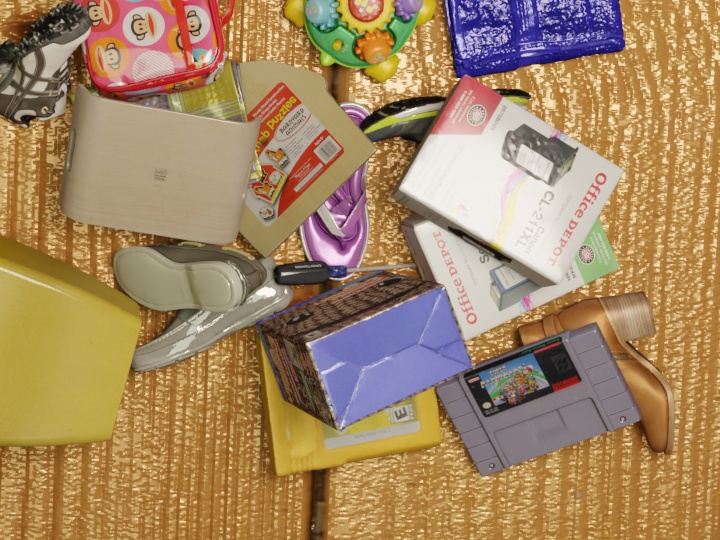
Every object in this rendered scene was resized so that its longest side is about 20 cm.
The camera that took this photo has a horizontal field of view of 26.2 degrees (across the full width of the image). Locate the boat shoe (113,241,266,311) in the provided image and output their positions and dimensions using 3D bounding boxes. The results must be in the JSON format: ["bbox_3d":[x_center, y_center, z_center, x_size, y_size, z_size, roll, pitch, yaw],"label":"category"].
[{"bbox_3d":[-0.188,0.004,1.687,0.060,0.202,0.072,-27,115,-44],"label":"boat shoe"}]

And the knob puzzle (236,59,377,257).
[{"bbox_3d":[-0.107,-0.145,1.725,0.220,0.030,0.220,1,93,15],"label":"knob puzzle"}]

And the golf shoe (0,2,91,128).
[{"bbox_3d":[-0.332,-0.216,1.654,0.094,0.200,0.078,47,49,-21],"label":"golf shoe"}]

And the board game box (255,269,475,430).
[{"bbox_3d":[0.000,0.078,1.630,0.159,0.200,0.097,-23,101,-16],"label":"board game box"}]

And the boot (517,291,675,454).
[{"bbox_3d":[0.272,0.131,1.775,0.155,0.077,0.200,-16,103,1],"label":"boot"}]

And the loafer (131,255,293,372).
[{"bbox_3d":[-0.173,0.050,1.734,0.200,0.070,0.070,-28,92,-9],"label":"loafer"}]

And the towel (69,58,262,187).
[{"bbox_3d":[-0.215,-0.149,1.712,0.200,0.023,0.144,-9,91,5],"label":"towel"}]

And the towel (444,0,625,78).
[{"bbox_3d":[0.194,-0.302,1.735,0.200,0.050,0.148,-10,97,-4],"label":"towel"}]

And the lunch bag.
[{"bbox_3d":[-0.218,-0.290,1.673,0.176,0.082,0.200,-12,84,-2],"label":"lunch bag"}]

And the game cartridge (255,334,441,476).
[{"bbox_3d":[-0.012,0.130,1.749,0.200,0.032,0.176,-9,97,-19],"label":"game cartridge"}]

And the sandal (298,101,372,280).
[{"bbox_3d":[-0.026,-0.089,1.737,0.082,0.050,0.203,3,96,-5],"label":"sandal"}]

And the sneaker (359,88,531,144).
[{"bbox_3d":[0.096,-0.153,1.725,0.200,0.074,0.081,-7,102,-10],"label":"sneaker"}]

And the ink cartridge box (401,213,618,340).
[{"bbox_3d":[0.166,-0.028,1.737,0.200,0.088,0.145,-24,98,-5],"label":"ink cartridge box"}]

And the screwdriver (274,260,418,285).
[{"bbox_3d":[0.000,0.000,1.740,0.200,0.029,0.028,-3,111,-17],"label":"screwdriver"}]

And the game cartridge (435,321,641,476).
[{"bbox_3d":[0.199,0.146,1.748,0.200,0.038,0.130,-23,111,19],"label":"game cartridge"}]

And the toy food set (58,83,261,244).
[{"bbox_3d":[-0.215,-0.115,1.665,0.200,0.060,0.144,9,114,-13],"label":"toy food set"}]

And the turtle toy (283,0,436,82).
[{"bbox_3d":[0.015,-0.308,1.693,0.146,0.101,0.200,33,92,-7],"label":"turtle toy"}]

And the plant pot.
[{"bbox_3d":[-0.337,0.087,1.662,0.176,0.200,0.200,15,95,-12],"label":"plant pot"}]

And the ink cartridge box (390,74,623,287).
[{"bbox_3d":[0.156,-0.093,1.646,0.200,0.083,0.146,30,85,-3],"label":"ink cartridge box"}]
